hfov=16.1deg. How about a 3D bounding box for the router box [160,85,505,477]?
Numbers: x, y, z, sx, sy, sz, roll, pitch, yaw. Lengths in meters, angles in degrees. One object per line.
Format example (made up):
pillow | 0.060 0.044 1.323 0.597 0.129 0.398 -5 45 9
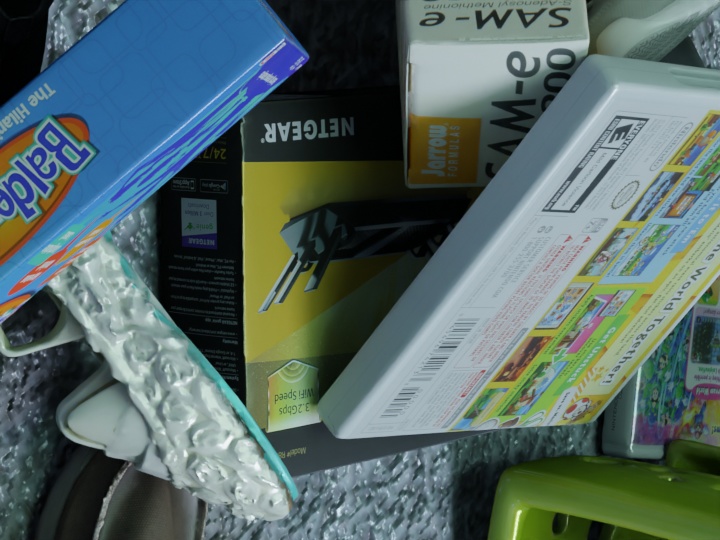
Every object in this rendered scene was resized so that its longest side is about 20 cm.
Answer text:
router box | 0.000 0.000 1.109 0.199 0.052 0.158 -9 101 -48

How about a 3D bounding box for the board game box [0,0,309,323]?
board game box | -0.108 -0.026 0.848 0.200 0.152 0.045 -40 91 3

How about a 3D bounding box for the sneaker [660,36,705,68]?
sneaker | 0.123 -0.034 1.227 0.106 0.075 0.201 11 84 -46

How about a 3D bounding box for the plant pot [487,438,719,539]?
plant pot | 0.183 0.192 1.225 0.181 0.198 0.201 -13 112 -53

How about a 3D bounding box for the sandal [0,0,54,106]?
sandal | -0.127 -0.139 0.877 0.076 0.043 0.202 -1 99 -49

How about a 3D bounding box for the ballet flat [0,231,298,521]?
ballet flat | -0.103 0.024 0.968 0.072 0.072 0.201 -42 104 -38

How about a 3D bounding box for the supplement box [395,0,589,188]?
supplement box | 0.049 -0.150 1.048 0.126 0.073 0.201 88 0 -67

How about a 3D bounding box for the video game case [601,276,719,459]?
video game case | 0.201 0.011 1.362 0.199 0.024 0.183 7 89 -49

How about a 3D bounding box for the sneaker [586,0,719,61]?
sneaker | 0.107 -0.134 1.125 0.082 0.075 0.200 44 19 -10

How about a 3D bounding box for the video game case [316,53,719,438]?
video game case | 0.096 -0.006 1.069 0.181 0.023 0.200 1 134 -49

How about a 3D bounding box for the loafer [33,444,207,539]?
loafer | -0.091 0.155 1.007 0.073 0.071 0.201 19 79 -48
